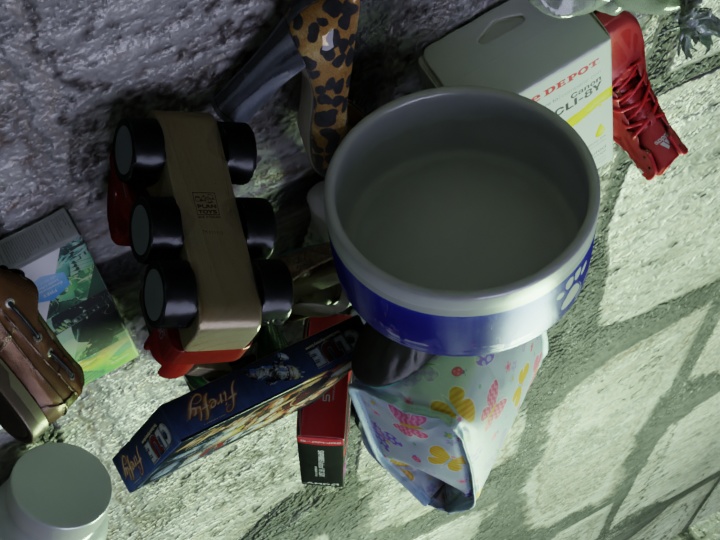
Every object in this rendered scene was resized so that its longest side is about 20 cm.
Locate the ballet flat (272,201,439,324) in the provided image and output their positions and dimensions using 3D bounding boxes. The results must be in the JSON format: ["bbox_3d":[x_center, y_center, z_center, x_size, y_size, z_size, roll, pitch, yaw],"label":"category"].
[{"bbox_3d":[0.000,0.000,1.075,0.200,0.066,0.070,-24,140,35],"label":"ballet flat"}]

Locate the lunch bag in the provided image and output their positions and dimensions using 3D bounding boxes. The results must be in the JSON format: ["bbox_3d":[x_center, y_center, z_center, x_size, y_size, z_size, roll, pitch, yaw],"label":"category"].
[{"bbox_3d":[0.081,0.099,1.122,0.170,0.127,0.200,-60,152,-24],"label":"lunch bag"}]

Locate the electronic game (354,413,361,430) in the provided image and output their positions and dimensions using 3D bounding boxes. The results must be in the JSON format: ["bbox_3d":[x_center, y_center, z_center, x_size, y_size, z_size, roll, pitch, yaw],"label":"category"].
[{"bbox_3d":[0.080,0.132,1.535,0.199,0.042,0.200,-28,160,-11],"label":"electronic game"}]

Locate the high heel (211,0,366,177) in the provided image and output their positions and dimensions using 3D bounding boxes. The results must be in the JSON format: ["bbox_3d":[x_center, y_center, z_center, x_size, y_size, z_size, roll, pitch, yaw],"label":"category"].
[{"bbox_3d":[0.002,-0.139,0.989,0.200,0.072,0.143,17,130,-46],"label":"high heel"}]

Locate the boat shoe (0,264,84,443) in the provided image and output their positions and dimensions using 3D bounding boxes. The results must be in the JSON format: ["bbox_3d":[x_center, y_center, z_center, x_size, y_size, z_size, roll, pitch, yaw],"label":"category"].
[{"bbox_3d":[-0.267,0.026,0.917,0.068,0.072,0.200,-45,125,-33],"label":"boat shoe"}]

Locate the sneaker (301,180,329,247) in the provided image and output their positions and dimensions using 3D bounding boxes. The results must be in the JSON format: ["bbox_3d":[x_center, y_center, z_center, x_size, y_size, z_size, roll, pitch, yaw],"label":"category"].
[{"bbox_3d":[-0.025,-0.009,1.169,0.099,0.078,0.200,-29,150,-2],"label":"sneaker"}]

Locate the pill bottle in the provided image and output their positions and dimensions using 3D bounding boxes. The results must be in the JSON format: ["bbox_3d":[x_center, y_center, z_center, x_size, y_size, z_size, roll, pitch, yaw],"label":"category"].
[{"bbox_3d":[-0.307,0.260,1.241,0.116,0.117,0.200,-11,144,-37],"label":"pill bottle"}]

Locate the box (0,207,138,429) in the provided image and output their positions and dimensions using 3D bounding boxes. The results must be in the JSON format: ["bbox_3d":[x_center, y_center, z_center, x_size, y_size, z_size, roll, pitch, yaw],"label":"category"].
[{"bbox_3d":[-0.267,0.046,1.033,0.144,0.036,0.200,-28,152,-11],"label":"box"}]

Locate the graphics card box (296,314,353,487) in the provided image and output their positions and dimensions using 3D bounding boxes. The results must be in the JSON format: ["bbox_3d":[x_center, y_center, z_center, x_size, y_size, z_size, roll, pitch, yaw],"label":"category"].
[{"bbox_3d":[-0.035,0.134,1.292,0.051,0.126,0.200,4,157,-1],"label":"graphics card box"}]

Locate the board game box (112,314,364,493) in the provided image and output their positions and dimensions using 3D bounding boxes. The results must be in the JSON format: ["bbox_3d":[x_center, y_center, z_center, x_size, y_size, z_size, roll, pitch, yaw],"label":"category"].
[{"bbox_3d":[-0.096,0.111,1.077,0.200,0.035,0.135,-24,168,-35],"label":"board game box"}]

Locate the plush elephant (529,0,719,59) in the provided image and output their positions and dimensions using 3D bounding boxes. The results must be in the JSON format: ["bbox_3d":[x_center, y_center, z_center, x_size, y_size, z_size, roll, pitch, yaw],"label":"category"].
[{"bbox_3d":[0.185,-0.256,0.932,0.164,0.200,0.155,-36,135,18],"label":"plush elephant"}]

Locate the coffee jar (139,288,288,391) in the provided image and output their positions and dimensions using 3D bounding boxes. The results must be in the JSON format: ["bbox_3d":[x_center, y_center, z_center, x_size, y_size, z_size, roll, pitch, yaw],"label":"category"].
[{"bbox_3d":[-0.124,0.061,1.156,0.104,0.086,0.200,-24,152,-3],"label":"coffee jar"}]

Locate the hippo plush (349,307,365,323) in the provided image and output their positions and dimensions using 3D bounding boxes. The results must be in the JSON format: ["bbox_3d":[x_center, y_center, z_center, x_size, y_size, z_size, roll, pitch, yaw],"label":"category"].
[{"bbox_3d":[0.103,0.061,1.320,0.199,0.161,0.159,-28,151,-11],"label":"hippo plush"}]

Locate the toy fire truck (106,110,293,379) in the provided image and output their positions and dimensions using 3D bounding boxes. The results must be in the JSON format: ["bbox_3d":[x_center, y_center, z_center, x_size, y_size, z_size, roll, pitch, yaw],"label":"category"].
[{"bbox_3d":[-0.130,0.002,0.966,0.128,0.177,0.200,-2,152,-30],"label":"toy fire truck"}]

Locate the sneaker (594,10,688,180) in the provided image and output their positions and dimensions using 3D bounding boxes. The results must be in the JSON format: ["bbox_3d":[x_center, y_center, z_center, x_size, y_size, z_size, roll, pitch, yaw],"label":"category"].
[{"bbox_3d":[0.260,-0.158,1.193,0.078,0.116,0.200,-38,153,5],"label":"sneaker"}]

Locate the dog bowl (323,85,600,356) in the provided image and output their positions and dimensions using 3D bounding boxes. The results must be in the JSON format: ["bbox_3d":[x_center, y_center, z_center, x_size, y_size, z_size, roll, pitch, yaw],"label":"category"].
[{"bbox_3d":[0.074,-0.039,0.959,0.200,0.200,0.079,-27,146,-14],"label":"dog bowl"}]

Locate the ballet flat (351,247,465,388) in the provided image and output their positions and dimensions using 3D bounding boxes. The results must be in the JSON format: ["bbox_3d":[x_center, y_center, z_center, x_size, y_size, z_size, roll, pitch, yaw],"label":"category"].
[{"bbox_3d":[0.065,0.008,1.020,0.200,0.068,0.068,-41,146,-15],"label":"ballet flat"}]

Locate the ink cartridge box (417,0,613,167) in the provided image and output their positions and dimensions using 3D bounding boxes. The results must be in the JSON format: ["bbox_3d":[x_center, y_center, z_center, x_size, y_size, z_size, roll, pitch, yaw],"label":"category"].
[{"bbox_3d":[0.140,-0.138,1.130,0.145,0.084,0.200,-31,152,-4],"label":"ink cartridge box"}]
